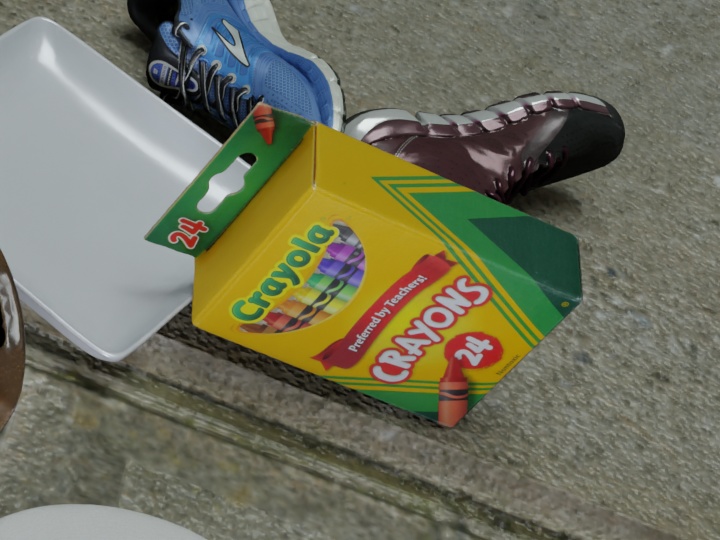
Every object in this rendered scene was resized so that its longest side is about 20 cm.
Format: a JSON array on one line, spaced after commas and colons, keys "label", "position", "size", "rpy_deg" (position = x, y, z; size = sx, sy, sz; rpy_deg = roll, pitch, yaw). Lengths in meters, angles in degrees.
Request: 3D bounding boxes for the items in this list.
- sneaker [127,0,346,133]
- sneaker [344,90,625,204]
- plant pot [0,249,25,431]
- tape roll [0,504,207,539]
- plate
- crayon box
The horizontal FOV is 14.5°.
[{"label": "sneaker", "position": [-0.077, -0.106, 1.641], "size": [0.089, 0.079, 0.200], "rpy_deg": [-8, 41, -31]}, {"label": "sneaker", "position": [0.080, -0.038, 1.663], "size": [0.199, 0.076, 0.116], "rpy_deg": [-8, 54, -24]}, {"label": "plant pot", "position": [-0.254, 0.049, 1.186], "size": [0.200, 0.198, 0.201], "rpy_deg": [18, 61, -35]}, {"label": "tape roll", "position": [-0.109, 0.193, 1.296], "size": [0.202, 0.037, 0.203], "rpy_deg": [17, 38, -14]}, {"label": "plate", "position": [-0.159, -0.042, 1.542], "size": [0.200, 0.032, 0.200], "rpy_deg": [37, 39, 11]}, {"label": "crayon box", "position": [0.000, 0.000, 1.485], "size": [0.200, 0.127, 0.051], "rpy_deg": [22, 44, -23]}]
